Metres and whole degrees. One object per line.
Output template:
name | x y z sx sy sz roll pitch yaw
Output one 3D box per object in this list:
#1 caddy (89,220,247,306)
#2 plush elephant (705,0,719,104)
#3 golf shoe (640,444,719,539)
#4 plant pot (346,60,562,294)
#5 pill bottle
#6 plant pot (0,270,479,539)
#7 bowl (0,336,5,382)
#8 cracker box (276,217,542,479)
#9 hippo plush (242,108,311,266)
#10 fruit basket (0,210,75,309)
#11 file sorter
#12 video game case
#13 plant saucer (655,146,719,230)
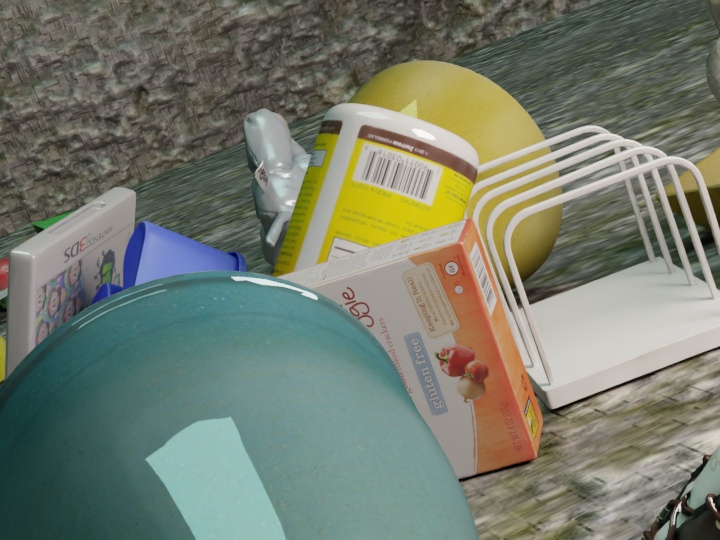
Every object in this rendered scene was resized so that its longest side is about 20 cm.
caddy | -0.134 0.062 1.089 0.141 0.105 0.200 -54 20 33
plush elephant | 0.306 -0.102 0.992 0.164 0.201 0.155 15 -7 -11
golf shoe | 0.128 0.109 0.591 0.199 0.095 0.078 -19 13 12
plant pot | 0.032 -0.039 1.192 0.200 0.200 0.142 -10 20 39
pill bottle | 0.000 0.000 1.032 0.109 0.201 0.109 18 -4 1
plant pot | -0.037 0.125 0.590 0.200 0.201 0.188 -23 26 -13
bowl | -0.471 0.088 1.650 0.200 0.108 0.200 -19 11 4
cracker box | -0.009 0.065 0.917 0.199 0.134 0.058 -17 12 16
hippo plush | -0.032 -0.097 1.630 0.160 0.160 0.200 -10 -8 -5
fruit basket | -0.431 0.004 2.080 0.200 0.094 0.185 -39 16 -13
file sorter | 0.147 -0.012 1.035 0.138 0.125 0.200 -21 12 -2
video game case | -0.215 0.056 1.174 0.024 0.201 0.182 10 19 12
plant saucer | 0.356 -0.082 1.194 0.200 0.049 0.200 -9 15 42
